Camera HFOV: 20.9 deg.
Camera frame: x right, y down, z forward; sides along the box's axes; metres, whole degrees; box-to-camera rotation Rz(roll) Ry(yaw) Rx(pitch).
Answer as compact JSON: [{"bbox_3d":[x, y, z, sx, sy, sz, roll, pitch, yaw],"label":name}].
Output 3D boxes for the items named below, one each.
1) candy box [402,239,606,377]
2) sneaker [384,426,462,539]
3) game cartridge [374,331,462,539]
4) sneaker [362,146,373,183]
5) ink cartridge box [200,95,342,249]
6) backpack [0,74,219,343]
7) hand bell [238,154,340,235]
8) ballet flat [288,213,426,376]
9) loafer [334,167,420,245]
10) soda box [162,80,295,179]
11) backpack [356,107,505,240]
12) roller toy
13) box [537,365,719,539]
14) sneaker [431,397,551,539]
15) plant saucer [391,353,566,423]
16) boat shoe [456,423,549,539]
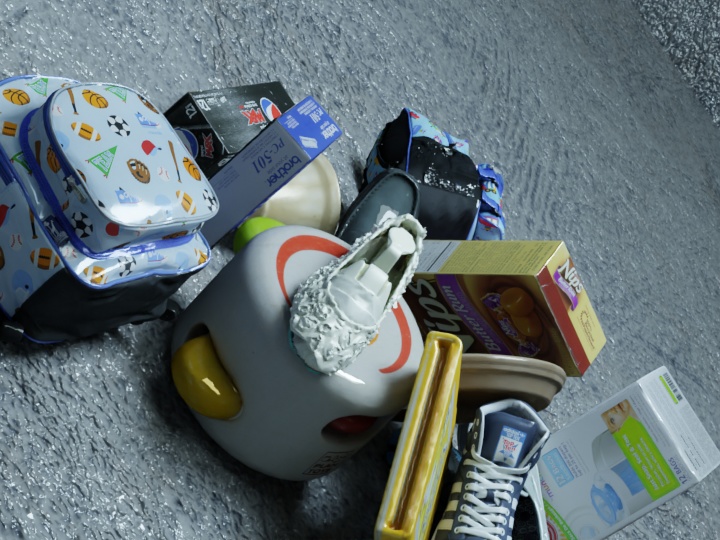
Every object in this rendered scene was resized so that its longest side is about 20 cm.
[{"bbox_3d":[0.109,0.033,1.754,0.056,0.200,0.117,-49,125,-35],"label":"candy box"},{"bbox_3d":[0.089,0.223,1.718,0.082,0.073,0.200,31,33,-46],"label":"sneaker"},{"bbox_3d":[0.046,0.171,1.543,0.200,0.032,0.177,86,18,-59],"label":"game cartridge"},{"bbox_3d":[0.063,-0.051,2.073,0.085,0.074,0.200,20,49,-62],"label":"sneaker"},{"bbox_3d":[-0.109,-0.053,1.555,0.044,0.200,0.094,49,23,-3],"label":"ink cartridge box"},{"bbox_3d":[-0.215,-0.056,1.438,0.191,0.154,0.200,49,24,17],"label":"backpack"},{"bbox_3d":[-0.125,-0.061,1.708,0.200,0.104,0.104,2,54,-42],"label":"hand bell"},{"bbox_3d":[0.002,0.007,1.511,0.072,0.072,0.200,50,31,-9],"label":"ballet flat"},{"bbox_3d":[0.000,0.000,1.715,0.068,0.201,0.070,28,-10,-5],"label":"loafer"},{"bbox_3d":[-0.119,-0.128,1.819,0.071,0.063,0.200,57,23,5],"label":"soda box"},{"bbox_3d":[0.060,-0.054,1.908,0.134,0.183,0.200,14,30,-8],"label":"backpack"},{"bbox_3d":[-0.054,0.071,1.568,0.182,0.140,0.200,36,32,-15],"label":"roller toy"},{"bbox_3d":[0.227,0.194,1.861,0.113,0.200,0.101,59,24,7],"label":"box"},{"bbox_3d":[0.106,0.189,1.604,0.070,0.109,0.200,19,39,-2],"label":"sneaker"},{"bbox_3d":[0.080,0.106,1.702,0.200,0.200,0.030,20,66,-54],"label":"plant saucer"},{"bbox_3d":[0.137,0.207,1.783,0.072,0.070,0.201,79,-3,-72],"label":"boat shoe"}]
